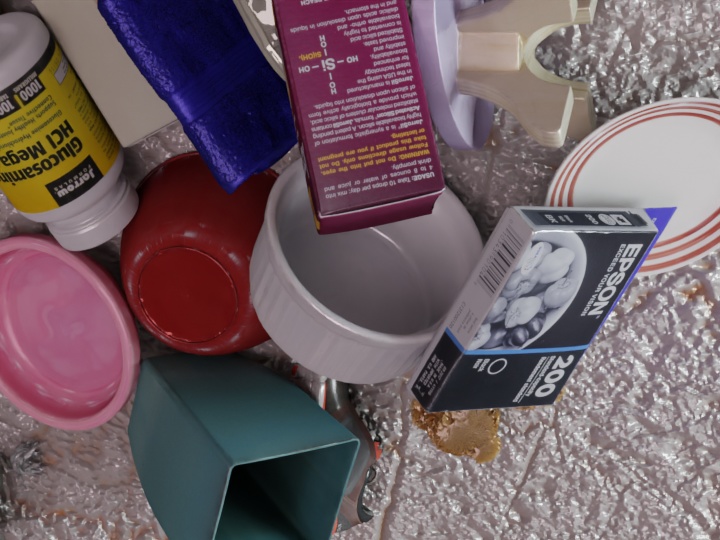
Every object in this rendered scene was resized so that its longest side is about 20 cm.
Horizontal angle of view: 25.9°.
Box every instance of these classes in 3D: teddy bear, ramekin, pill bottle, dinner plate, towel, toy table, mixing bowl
[{"bbox_3d":[0.118,0.074,1.432,0.144,0.067,0.201,3,108,3],"label":"teddy bear"},{"bbox_3d":[0.000,0.000,1.347,0.200,0.201,0.098,31,139,-1],"label":"ramekin"},{"bbox_3d":[-0.279,-0.117,1.374,0.112,0.113,0.200,-15,129,20],"label":"pill bottle"},{"bbox_3d":[0.248,-0.072,1.309,0.199,0.024,0.201,-6,136,-6],"label":"dinner plate"},{"bbox_3d":[-0.120,-0.180,1.324,0.049,0.148,0.200,-27,104,40],"label":"towel"},{"bbox_3d":[0.121,-0.176,1.255,0.117,0.185,0.200,3,155,20],"label":"toy table"},{"bbox_3d":[-0.142,0.002,1.435,0.199,0.108,0.201,6,116,12],"label":"mixing bowl"}]

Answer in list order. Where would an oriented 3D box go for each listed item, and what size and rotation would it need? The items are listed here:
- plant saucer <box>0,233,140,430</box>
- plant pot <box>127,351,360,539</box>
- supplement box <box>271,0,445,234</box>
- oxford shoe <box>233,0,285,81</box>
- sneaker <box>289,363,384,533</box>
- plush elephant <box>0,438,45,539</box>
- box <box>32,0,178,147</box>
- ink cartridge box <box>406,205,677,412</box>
[{"bbox_3d":[-0.290,0.055,1.510,0.200,0.051,0.201,12,118,25],"label":"plant saucer"},{"bbox_3d":[-0.127,0.167,1.454,0.200,0.141,0.142,42,127,40],"label":"plant pot"},{"bbox_3d":[-0.005,-0.140,1.237,0.103,0.131,0.201,-12,85,-3],"label":"supplement box"},{"bbox_3d":[-0.065,-0.229,1.330,0.058,0.075,0.200,-26,100,28],"label":"oxford shoe"},{"bbox_3d":[-0.020,0.156,1.506,0.082,0.077,0.201,-6,105,-22],"label":"sneaker"},{"bbox_3d":[-0.430,0.248,1.592,0.199,0.155,0.165,-19,108,22],"label":"plush elephant"},{"bbox_3d":[-0.214,-0.219,1.362,0.078,0.095,0.200,-25,107,22],"label":"box"},{"bbox_3d":[0.160,0.032,1.293,0.043,0.199,0.199,53,130,36],"label":"ink cartridge box"}]
